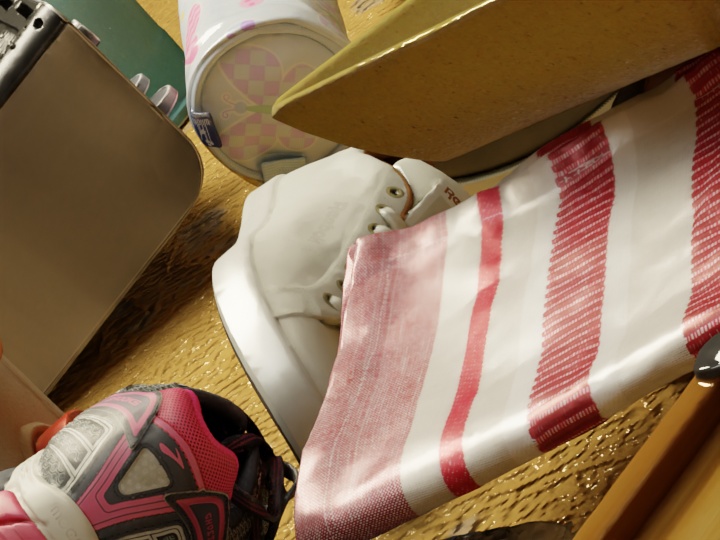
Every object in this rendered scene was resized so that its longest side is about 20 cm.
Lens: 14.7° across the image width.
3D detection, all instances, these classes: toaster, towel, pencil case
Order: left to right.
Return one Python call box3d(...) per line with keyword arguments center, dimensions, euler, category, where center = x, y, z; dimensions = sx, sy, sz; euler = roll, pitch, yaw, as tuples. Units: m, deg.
box3d(center=(-0.176, -0.027, 1.312), dimensions=(0.200, 0.119, 0.181), euler=(-52, 16, -3), category="toaster")
box3d(center=(-0.045, -0.117, 1.341), dimensions=(0.083, 0.091, 0.200), euler=(-20, 29, 4), category="pencil case")
box3d(center=(0.069, -0.005, 0.787), dimensions=(0.200, 0.023, 0.144), euler=(-30, 26, 24), category="towel")

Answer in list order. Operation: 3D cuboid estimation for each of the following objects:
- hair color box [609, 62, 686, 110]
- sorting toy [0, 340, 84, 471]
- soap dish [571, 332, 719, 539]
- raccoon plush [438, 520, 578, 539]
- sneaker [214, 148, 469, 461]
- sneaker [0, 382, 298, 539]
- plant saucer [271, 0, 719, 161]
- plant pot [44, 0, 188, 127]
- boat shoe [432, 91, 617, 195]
box3d(center=(0.138, -0.059, 0.910), dimensions=(0.100, 0.061, 0.200), euler=(-27, 20, 31), category="hair color box")
box3d(center=(-0.116, 0.061, 0.903), dimensions=(0.036, 0.185, 0.200), euler=(-42, 16, 8), category="sorting toy")
box3d(center=(0.097, 0.087, 0.583), dimensions=(0.157, 0.081, 0.200), euler=(-13, 32, 55), category="soap dish")
box3d(center=(-0.009, 0.142, 0.714), dimensions=(0.199, 0.135, 0.097), euler=(-11, -11, -19), category="raccoon plush")
box3d(center=(0.000, 0.000, 0.991), dimensions=(0.084, 0.073, 0.200), euler=(-27, 23, 12), category="sneaker")
box3d(center=(-0.051, 0.072, 0.841), dimensions=(0.075, 0.081, 0.200), euler=(-37, -4, 7), category="sneaker")
box3d(center=(0.095, -0.104, 0.883), dimensions=(0.200, 0.049, 0.200), euler=(-40, 10, -36), category="plant saucer")
box3d(center=(-0.223, -0.122, 1.588), dimensions=(0.200, 0.188, 0.200), euler=(-35, 17, 13), category="plant pot")
box3d(center=(0.085, -0.094, 1.066), dimensions=(0.201, 0.060, 0.072), euler=(-28, 42, 25), category="boat shoe")
